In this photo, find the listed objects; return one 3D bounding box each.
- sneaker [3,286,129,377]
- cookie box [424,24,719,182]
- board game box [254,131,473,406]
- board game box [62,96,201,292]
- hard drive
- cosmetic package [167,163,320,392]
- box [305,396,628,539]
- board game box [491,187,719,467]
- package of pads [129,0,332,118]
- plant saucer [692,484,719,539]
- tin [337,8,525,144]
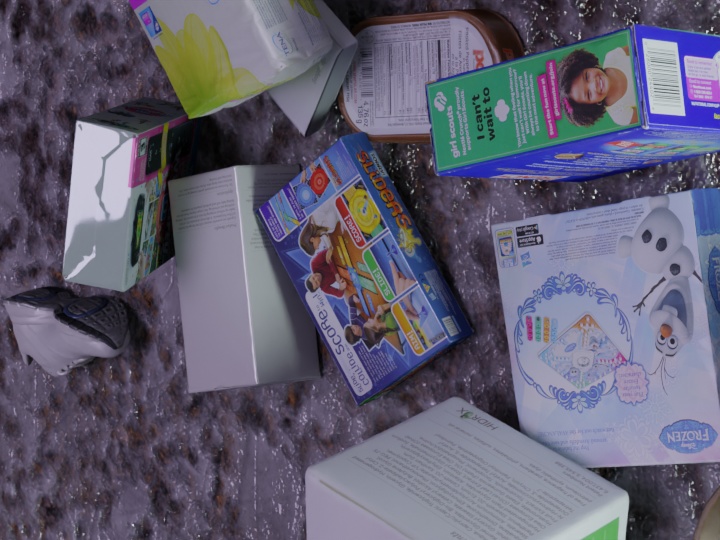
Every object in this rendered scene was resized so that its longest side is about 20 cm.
[{"bbox_3d":[-0.300,0.070,1.944,0.200,0.074,0.087,11,113,52],"label":"sneaker"},{"bbox_3d":[0.175,-0.116,1.345,0.200,0.171,0.076,-11,82,46],"label":"cookie box"},{"bbox_3d":[0.000,0.000,1.611,0.135,0.034,0.201,-37,77,42],"label":"board game box"},{"bbox_3d":[-0.211,-0.076,1.736,0.064,0.200,0.148,10,104,8],"label":"board game box"},{"bbox_3d":[-0.087,-0.229,1.630,0.200,0.026,0.132,51,149,15],"label":"hard drive"},{"bbox_3d":[-0.109,0.008,1.715,0.107,0.085,0.201,-7,89,46],"label":"cosmetic package"},{"bbox_3d":[0.079,0.244,1.443,0.200,0.171,0.200,27,128,42],"label":"box"},{"bbox_3d":[0.198,0.049,1.425,0.200,0.043,0.200,-9,88,46],"label":"board game box"},{"bbox_3d":[-0.118,-0.220,1.589,0.200,0.068,0.155,-17,101,60],"label":"package of pads"},{"bbox_3d":[0.321,0.228,1.321,0.200,0.029,0.201,4,95,47],"label":"plant saucer"},{"bbox_3d":[0.055,-0.161,1.565,0.200,0.042,0.112,2,99,46],"label":"tin"}]
